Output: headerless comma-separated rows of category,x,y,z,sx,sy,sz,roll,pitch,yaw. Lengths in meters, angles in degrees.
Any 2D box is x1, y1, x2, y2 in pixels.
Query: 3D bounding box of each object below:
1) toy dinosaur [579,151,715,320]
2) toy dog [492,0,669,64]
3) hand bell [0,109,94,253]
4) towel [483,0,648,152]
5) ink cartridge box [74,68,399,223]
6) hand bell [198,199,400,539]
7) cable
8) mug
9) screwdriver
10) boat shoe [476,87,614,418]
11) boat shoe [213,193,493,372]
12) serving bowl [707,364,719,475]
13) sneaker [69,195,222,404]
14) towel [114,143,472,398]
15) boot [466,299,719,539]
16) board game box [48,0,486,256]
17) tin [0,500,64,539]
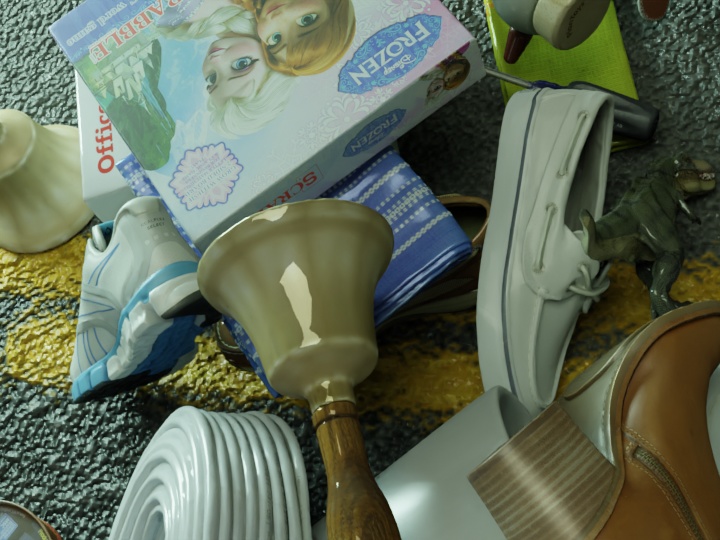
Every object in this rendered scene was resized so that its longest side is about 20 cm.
toy dinosaur,0.162,-0.010,0.721,0.047,0.200,0.089,-19,95,31
toy dog,0.151,-0.194,0.832,0.198,0.097,0.133,-14,59,-15
hand bell,-0.258,-0.102,0.856,0.103,0.200,0.105,-8,62,15
towel,0.129,-0.162,0.864,0.085,0.018,0.201,-14,62,12
ink cartridge box,-0.085,-0.114,0.872,0.198,0.086,0.147,-15,63,9
hand bell,-0.011,0.077,0.622,0.103,0.104,0.201,-20,59,8
cable,-0.092,0.171,0.688,0.069,0.200,0.201,16,54,-22
mug,0.049,0.175,0.660,0.153,0.149,0.187,-30,53,11
screwdriver,0.095,-0.121,0.831,0.199,0.029,0.028,20,70,22
boat shoe,0.114,-0.008,0.747,0.065,0.072,0.202,0,74,32
boat shoe,0.000,0.000,0.795,0.199,0.074,0.076,-22,60,7
serving bowl,0.220,0.100,0.669,0.198,0.066,0.201,-6,59,9
sneaker,-0.137,0.017,0.774,0.075,0.200,0.087,-19,76,-32
towel,-0.044,-0.038,0.768,0.144,0.024,0.200,-38,63,-2
boot,0.152,0.108,0.594,0.156,0.200,0.077,51,130,8
board game box,-0.061,-0.133,0.785,0.199,0.041,0.200,-37,61,-3
tin,-0.254,0.235,0.787,0.112,0.042,0.200,33,79,32
